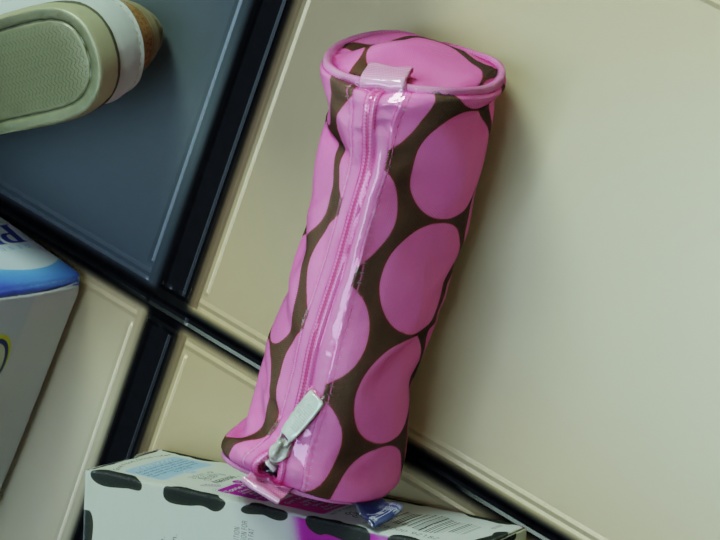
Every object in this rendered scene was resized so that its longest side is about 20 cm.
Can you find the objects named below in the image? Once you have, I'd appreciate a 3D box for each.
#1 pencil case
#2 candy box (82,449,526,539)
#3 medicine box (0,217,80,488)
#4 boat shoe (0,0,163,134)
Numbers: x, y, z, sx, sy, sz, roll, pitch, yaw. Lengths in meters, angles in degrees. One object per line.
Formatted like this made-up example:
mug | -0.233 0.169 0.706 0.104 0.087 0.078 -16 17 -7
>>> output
pencil case | 0.000 0.000 1.253 0.090 0.094 0.201 21 106 28
candy box | -0.029 0.165 1.311 0.199 0.061 0.137 10 102 30
medicine box | -0.261 0.036 1.415 0.200 0.103 0.183 34 113 24
boat shoe | -0.181 -0.092 1.369 0.199 0.068 0.075 0 104 31
